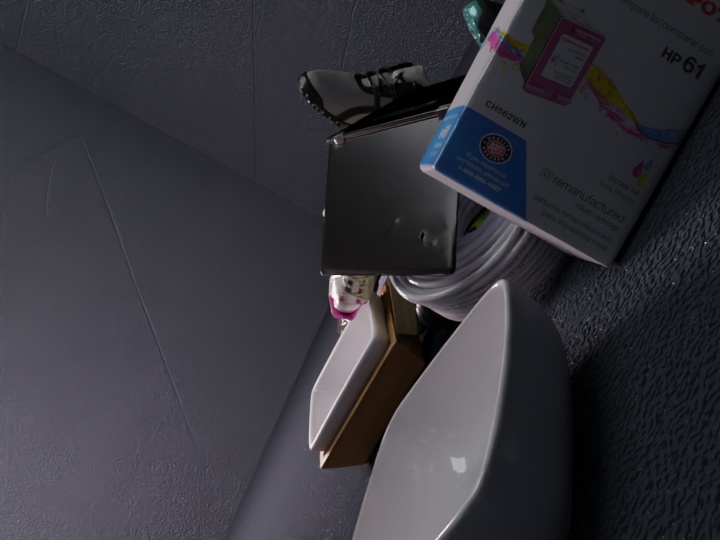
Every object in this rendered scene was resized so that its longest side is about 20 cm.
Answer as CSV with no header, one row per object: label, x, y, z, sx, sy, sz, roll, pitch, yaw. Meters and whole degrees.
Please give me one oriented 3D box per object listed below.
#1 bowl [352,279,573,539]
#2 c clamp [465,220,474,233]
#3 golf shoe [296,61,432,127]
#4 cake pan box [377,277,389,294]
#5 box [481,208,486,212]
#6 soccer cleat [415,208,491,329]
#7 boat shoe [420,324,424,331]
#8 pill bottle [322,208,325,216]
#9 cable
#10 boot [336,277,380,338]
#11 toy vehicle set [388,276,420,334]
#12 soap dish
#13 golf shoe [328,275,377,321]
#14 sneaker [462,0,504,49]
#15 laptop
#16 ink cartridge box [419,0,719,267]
bowl,0.067,0.127,0.460,0.201,0.074,0.201,-61,5,37
c clamp,0.088,-0.016,1.026,0.169,0.027,0.200,-28,17,14
golf shoe,0.026,-0.203,0.827,0.095,0.198,0.078,-53,41,37
cake pan box,0.068,0.000,1.407,0.186,0.052,0.200,-62,4,-13
box,0.176,-0.191,0.893,0.149,0.106,0.201,-59,5,44
soccer cleat,0.109,0.009,0.758,0.201,0.067,0.082,-56,13,44
boat shoe,0.045,0.077,1.085,0.075,0.066,0.200,-65,5,-32
pill bottle,0.048,-0.091,1.195,0.112,0.198,0.111,-61,4,8
cable,0.107,-0.051,0.666,0.201,0.069,0.200,-50,32,9
boot,-0.020,0.036,1.106,0.200,0.067,0.133,-135,54,-73
toy vehicle set,0.053,-0.041,0.841,0.125,0.026,0.202,-74,-20,-47
soap dish,0.007,0.139,0.952,0.201,0.080,0.158,-61,13,19
golf shoe,0.000,0.000,0.903,0.200,0.074,0.093,111,169,-67
sneaker,0.183,-0.238,0.728,0.091,0.198,0.078,-44,55,35
laptop,0.062,-0.096,0.686,0.199,0.117,0.186,-36,21,-33
ink cartridge box,0.152,-0.127,0.516,0.202,0.143,0.085,-62,4,5
